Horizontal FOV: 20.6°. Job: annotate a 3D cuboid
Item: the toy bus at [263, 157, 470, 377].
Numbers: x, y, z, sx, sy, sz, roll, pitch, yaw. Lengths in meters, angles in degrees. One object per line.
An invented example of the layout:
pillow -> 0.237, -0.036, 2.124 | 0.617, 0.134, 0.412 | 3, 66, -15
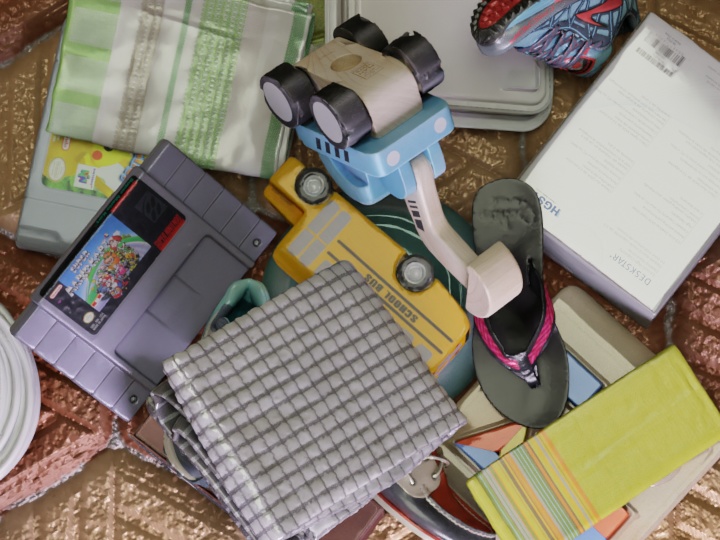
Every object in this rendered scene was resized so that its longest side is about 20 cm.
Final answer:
toy bus -> 0.000, 0.000, 1.580 | 0.200, 0.065, 0.078 | 40, 85, 8

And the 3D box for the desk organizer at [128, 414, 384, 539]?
desk organizer -> -0.081, 0.165, 1.587 | 0.200, 0.072, 0.077 | 36, 81, 8

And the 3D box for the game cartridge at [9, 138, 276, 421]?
game cartridge -> -0.176, 0.007, 1.606 | 0.130, 0.038, 0.200 | 40, 85, -28

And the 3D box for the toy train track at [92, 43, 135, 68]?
toy train track -> -0.156, -0.244, 1.640 | 0.115, 0.033, 0.200 | 35, 90, 2

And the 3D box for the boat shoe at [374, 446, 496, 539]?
boat shoe -> 0.031, 0.152, 1.565 | 0.200, 0.071, 0.063 | 38, 98, 9

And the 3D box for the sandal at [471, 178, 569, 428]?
sandal -> 0.119, 0.028, 1.557 | 0.075, 0.045, 0.201 | -7, 93, 7

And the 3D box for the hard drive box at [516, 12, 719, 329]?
hard drive box -> 0.234, -0.081, 1.612 | 0.156, 0.077, 0.200 | 38, 83, 9

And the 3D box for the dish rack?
dish rack -> 0.072, -0.206, 1.629 | 0.199, 0.044, 0.172 | 3, 78, -18

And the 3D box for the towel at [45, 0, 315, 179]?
towel -> -0.146, -0.162, 1.611 | 0.199, 0.031, 0.150 | 11, 94, -3

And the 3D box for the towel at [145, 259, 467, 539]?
towel -> -0.043, 0.106, 1.470 | 0.200, 0.086, 0.166 | -31, 85, -34

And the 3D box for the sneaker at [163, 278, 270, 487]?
sneaker -> -0.106, 0.083, 1.542 | 0.077, 0.086, 0.200 | 10, 39, -6

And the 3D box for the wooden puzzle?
wooden puzzle -> 0.172, 0.138, 1.591 | 0.185, 0.046, 0.200 | 42, 84, 9

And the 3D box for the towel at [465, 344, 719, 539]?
towel -> 0.186, 0.146, 1.554 | 0.200, 0.018, 0.086 | -33, 91, -5

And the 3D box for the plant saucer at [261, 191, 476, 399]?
plant saucer -> 0.015, 0.024, 1.625 | 0.199, 0.036, 0.201 | -1, 80, 3

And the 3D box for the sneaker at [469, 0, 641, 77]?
sneaker -> 0.170, -0.198, 1.597 | 0.200, 0.079, 0.096 | -30, 105, -42

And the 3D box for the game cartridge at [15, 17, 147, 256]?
game cartridge -> -0.203, -0.104, 1.654 | 0.133, 0.040, 0.201 | 11, 85, 1

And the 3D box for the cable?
cable -> -0.360, 0.102, 1.614 | 0.200, 0.069, 0.200 | -37, 81, -5

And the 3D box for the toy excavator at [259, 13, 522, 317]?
toy excavator -> 0.036, -0.076, 1.527 | 0.100, 0.200, 0.194 | -37, 37, -21

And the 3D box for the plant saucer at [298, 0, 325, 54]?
plant saucer -> -0.055, -0.249, 1.672 | 0.199, 0.048, 0.200 | -14, 80, 0
